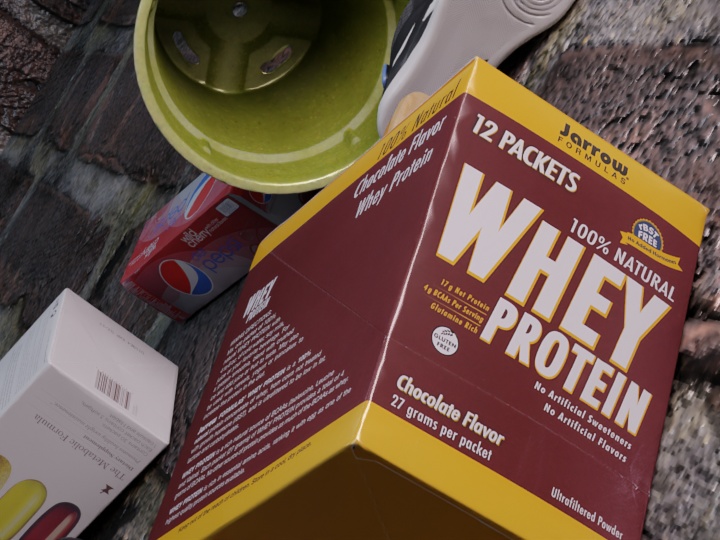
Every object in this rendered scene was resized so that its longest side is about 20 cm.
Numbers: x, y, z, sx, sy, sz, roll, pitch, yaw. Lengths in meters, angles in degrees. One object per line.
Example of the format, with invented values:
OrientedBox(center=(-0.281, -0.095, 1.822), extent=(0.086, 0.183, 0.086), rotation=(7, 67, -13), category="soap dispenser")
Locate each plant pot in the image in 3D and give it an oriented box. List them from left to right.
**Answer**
OrientedBox(center=(-0.072, -0.172, 1.402), extent=(0.201, 0.200, 0.184), rotation=(-57, 20, 5), category="plant pot")

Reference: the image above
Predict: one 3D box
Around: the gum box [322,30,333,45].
OrientedBox(center=(0.057, -0.267, 1.484), extent=(0.200, 0.044, 0.170), rotation=(-40, 25, 45), category="gum box")

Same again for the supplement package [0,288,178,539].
OrientedBox(center=(-0.243, 0.135, 1.497), extent=(0.200, 0.114, 0.110), rotation=(-46, 20, 21), category="supplement package")

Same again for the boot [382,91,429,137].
OrientedBox(center=(0.001, 0.001, 1.141), extent=(0.144, 0.071, 0.202), rotation=(-42, 28, 35), category="boot")

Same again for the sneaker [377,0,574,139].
OrientedBox(center=(0.072, -0.172, 1.232), extent=(0.200, 0.073, 0.112), rotation=(-51, 20, 27), category="sneaker")

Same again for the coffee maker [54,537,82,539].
OrientedBox(center=(-0.186, 0.257, 1.124), extent=(0.200, 0.134, 0.192), rotation=(-55, 17, 9), category="coffee maker")

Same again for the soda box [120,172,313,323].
OrientedBox(center=(-0.110, -0.032, 1.522), extent=(0.200, 0.063, 0.070), rotation=(-34, 30, 52), category="soda box")

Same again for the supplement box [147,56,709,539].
OrientedBox(center=(0.027, 0.056, 0.871), extent=(0.197, 0.133, 0.200), rotation=(-38, 27, 49), category="supplement box")
